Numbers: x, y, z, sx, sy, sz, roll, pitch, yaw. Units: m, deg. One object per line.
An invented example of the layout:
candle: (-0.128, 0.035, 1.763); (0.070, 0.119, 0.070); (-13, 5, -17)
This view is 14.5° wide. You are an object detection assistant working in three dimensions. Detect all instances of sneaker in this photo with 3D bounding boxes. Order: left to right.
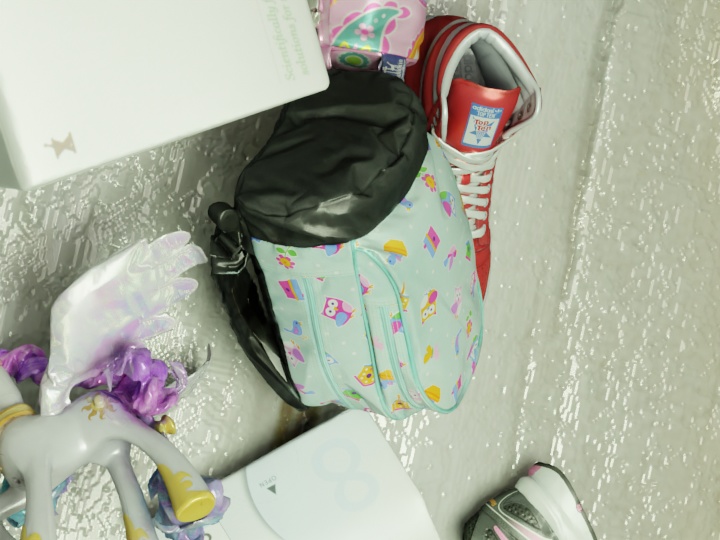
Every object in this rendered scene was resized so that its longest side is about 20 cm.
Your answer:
sneaker: (0.065, -0.060, 1.766); (0.071, 0.112, 0.200); (-6, 95, -21)
sneaker: (0.128, 0.228, 1.837); (0.086, 0.080, 0.200); (-27, 94, -6)

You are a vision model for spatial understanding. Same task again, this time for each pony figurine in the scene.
pony figurine: (-0.158, 0.088, 1.653); (0.193, 0.200, 0.167); (-22, 142, -14)

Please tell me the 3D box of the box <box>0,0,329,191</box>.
box: (-0.158, -0.169, 1.641); (0.200, 0.171, 0.199); (-19, 100, -19)

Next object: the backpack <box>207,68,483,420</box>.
backpack: (0.000, 0.000, 1.703); (0.167, 0.126, 0.200); (-53, 142, -42)

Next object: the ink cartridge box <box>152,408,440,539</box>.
ink cartridge box: (-0.017, 0.204, 1.740); (0.160, 0.047, 0.200); (-28, 73, -18)

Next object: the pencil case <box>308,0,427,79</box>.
pencil case: (0.000, -0.219, 1.746); (0.087, 0.087, 0.200); (4, 90, -22)
